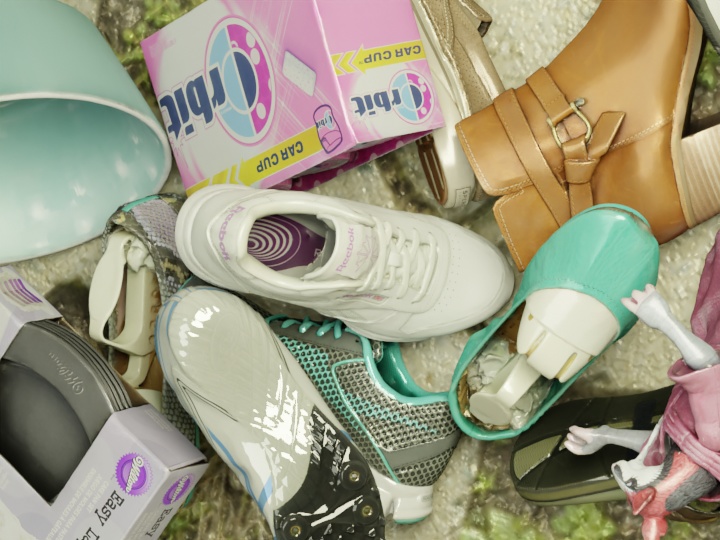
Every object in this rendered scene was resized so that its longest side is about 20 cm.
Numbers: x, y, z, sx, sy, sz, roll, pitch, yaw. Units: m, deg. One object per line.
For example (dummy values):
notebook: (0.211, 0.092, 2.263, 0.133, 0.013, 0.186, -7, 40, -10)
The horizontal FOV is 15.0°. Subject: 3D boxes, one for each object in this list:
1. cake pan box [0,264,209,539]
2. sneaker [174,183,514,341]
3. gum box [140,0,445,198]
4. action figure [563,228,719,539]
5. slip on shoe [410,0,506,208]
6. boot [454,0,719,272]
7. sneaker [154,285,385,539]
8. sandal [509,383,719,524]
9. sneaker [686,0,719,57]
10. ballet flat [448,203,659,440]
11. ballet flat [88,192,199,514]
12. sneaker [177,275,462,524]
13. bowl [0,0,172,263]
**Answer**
cake pan box: (-0.207, 0.124, 1.648, 0.184, 0.052, 0.200, 43, 113, 16)
sneaker: (0.000, 0.000, 1.518, 0.100, 0.199, 0.075, -172, 91, -68)
gum box: (-0.045, -0.106, 1.562, 0.200, 0.066, 0.114, -22, 83, 56)
action figure: (0.196, 0.063, 1.428, 0.148, 0.134, 0.201, 25, 67, 6)
slip on shoe: (0.044, -0.136, 1.553, 0.060, 0.076, 0.201, -17, 75, -9)
boot: (0.123, -0.107, 1.484, 0.154, 0.077, 0.201, -19, 97, 14)
sneaker: (-0.048, 0.095, 1.554, 0.072, 0.072, 0.201, -32, 96, -7)
sandal: (0.176, 0.104, 1.501, 0.200, 0.080, 0.057, -4, 137, 38)
sneaker: (0.236, -0.138, 1.375, 0.115, 0.200, 0.076, -37, 49, 16)
ballet flat: (0.102, 0.040, 1.482, 0.067, 0.071, 0.200, 29, 145, -6)
ballet flat: (-0.138, 0.054, 1.668, 0.072, 0.072, 0.202, 6, 99, 29)
sneaker: (-0.018, 0.055, 1.603, 0.200, 0.078, 0.091, 38, 109, 11)
bowl: (-0.220, -0.095, 1.649, 0.200, 0.200, 0.106, -31, 59, 29)
